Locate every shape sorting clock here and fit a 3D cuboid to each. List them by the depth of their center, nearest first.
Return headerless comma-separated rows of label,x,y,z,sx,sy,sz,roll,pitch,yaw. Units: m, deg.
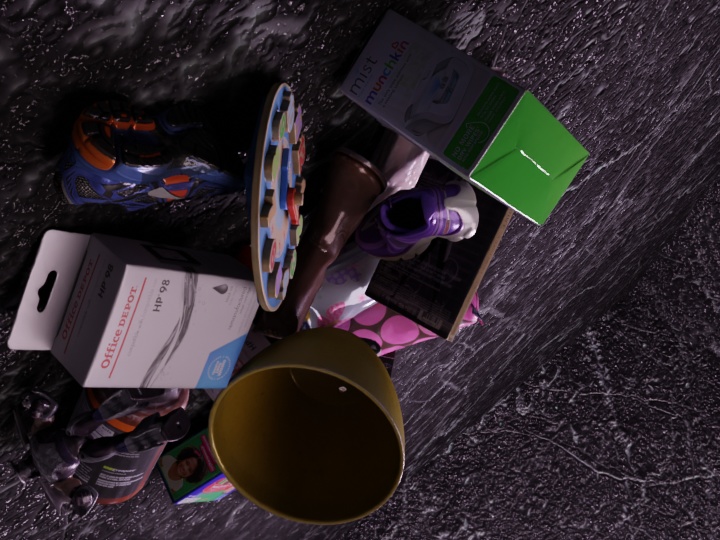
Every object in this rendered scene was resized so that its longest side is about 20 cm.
shape sorting clock,-0.071,-0.064,0.795,0.039,0.202,0.200,1,155,2

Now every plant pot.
plant pot,-0.043,0.139,0.933,0.201,0.199,0.142,-55,-172,30

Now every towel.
towel,0.078,-0.150,1.091,0.190,0.032,0.201,-23,151,-43

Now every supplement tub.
supplement tub,-0.247,0.151,0.948,0.107,0.107,0.201,-18,149,-50

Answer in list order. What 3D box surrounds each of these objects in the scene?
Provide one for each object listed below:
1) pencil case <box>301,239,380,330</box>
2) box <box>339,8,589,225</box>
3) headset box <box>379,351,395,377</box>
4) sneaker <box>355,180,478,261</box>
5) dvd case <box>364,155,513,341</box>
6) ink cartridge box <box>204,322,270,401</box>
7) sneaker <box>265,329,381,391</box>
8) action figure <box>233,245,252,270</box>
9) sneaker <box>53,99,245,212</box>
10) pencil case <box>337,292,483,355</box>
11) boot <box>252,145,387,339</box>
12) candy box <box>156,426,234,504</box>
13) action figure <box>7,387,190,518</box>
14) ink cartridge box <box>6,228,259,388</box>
pencil case,0.000,0.000,1.113,0.199,0.083,0.091,-28,127,-6
box,0.105,-0.144,0.886,0.097,0.176,0.199,-56,149,9
headset box,-0.004,0.183,1.327,0.149,0.074,0.202,148,-47,-83
sneaker,0.044,-0.060,0.978,0.083,0.082,0.200,0,170,-30
dvd case,0.094,-0.037,1.016,0.016,0.148,0.202,23,92,-42
ink cartridge box,-0.144,0.114,1.061,0.068,0.115,0.201,-36,159,-21
sneaker,-0.065,0.139,1.128,0.075,0.199,0.117,-24,116,-56
action figure,-0.157,0.033,0.940,0.199,0.065,0.100,-23,138,-44
sneaker,-0.163,-0.085,0.710,0.078,0.076,0.199,-35,163,26
pencil case,0.057,0.059,1.163,0.198,0.091,0.094,-19,121,11
boot,-0.050,-0.018,0.955,0.201,0.064,0.187,-58,172,-14
candy box,-0.171,0.256,1.300,0.199,0.077,0.169,-34,163,5
action figure,-0.266,0.162,0.853,0.199,0.131,0.069,-26,-171,20
ink cartridge box,-0.190,0.039,0.785,0.199,0.067,0.117,9,109,-49
